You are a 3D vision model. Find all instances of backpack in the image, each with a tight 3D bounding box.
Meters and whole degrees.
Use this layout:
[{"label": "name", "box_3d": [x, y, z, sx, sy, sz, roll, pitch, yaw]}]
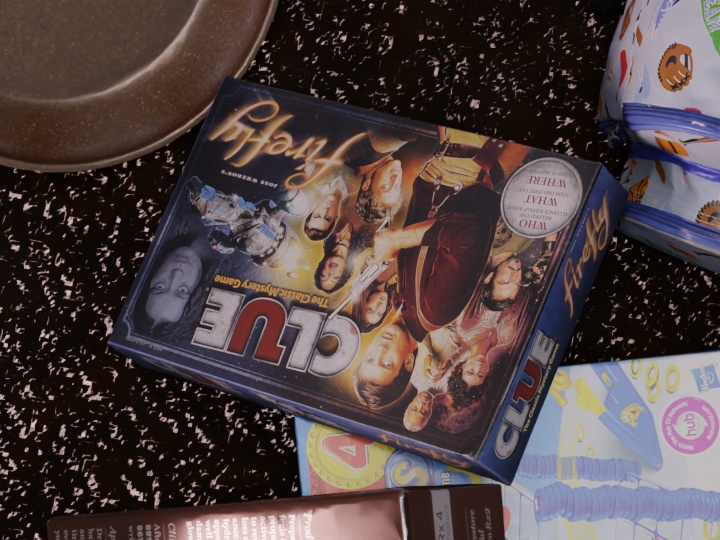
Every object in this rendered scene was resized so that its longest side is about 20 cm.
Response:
[{"label": "backpack", "box_3d": [0.190, -0.064, 1.031, 0.200, 0.191, 0.154, 12, 85, -1]}]

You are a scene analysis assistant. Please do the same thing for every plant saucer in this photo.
[{"label": "plant saucer", "box_3d": [-0.133, -0.145, 1.079, 0.200, 0.037, 0.201, -6, 107, -20]}]

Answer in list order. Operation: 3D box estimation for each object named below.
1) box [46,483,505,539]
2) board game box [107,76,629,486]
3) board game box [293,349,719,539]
[{"label": "box", "box_3d": [-0.036, 0.144, 1.013, 0.200, 0.075, 0.100, -8, 84, 40]}, {"label": "board game box", "box_3d": [0.000, 0.000, 1.042, 0.200, 0.035, 0.136, 15, 76, 33]}, {"label": "board game box", "box_3d": [0.075, 0.143, 1.076, 0.196, 0.056, 0.200, -6, 85, -2]}]
